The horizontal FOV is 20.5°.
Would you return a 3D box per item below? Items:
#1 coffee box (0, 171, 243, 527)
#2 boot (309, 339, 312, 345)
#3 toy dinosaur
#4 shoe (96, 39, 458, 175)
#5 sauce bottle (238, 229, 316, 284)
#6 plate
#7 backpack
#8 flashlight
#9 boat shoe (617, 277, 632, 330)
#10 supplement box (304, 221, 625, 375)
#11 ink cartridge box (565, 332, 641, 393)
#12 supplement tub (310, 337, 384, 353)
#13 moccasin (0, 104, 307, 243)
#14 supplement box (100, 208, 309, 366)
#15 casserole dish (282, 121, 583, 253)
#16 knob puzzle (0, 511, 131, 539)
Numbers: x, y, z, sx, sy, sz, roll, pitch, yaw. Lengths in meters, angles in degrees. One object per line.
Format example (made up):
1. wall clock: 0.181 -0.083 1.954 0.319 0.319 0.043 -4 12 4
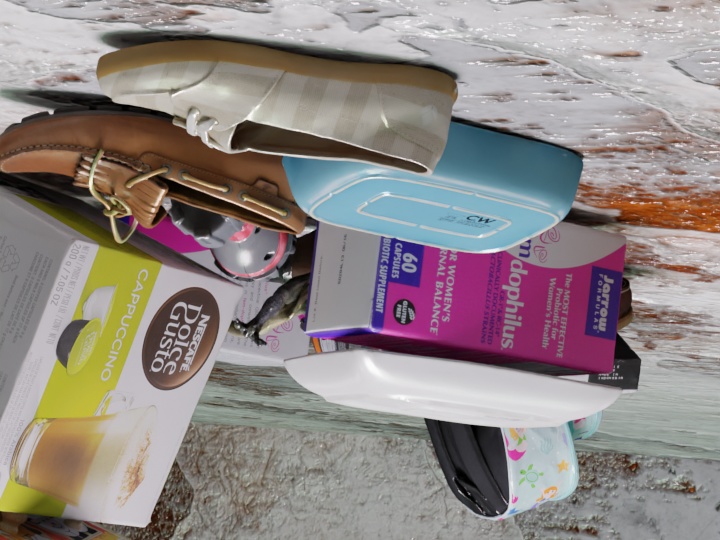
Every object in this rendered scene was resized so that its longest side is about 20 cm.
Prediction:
1. coffee box: -0.243 0.051 1.466 0.199 0.201 0.197 26 -176 36
2. boot: -0.082 0.032 1.892 0.199 0.068 0.130 10 179 34
3. toy dinosaur: -0.046 0.025 1.502 0.199 0.048 0.088 -28 -165 29
4. shoe: -0.048 -0.087 1.073 0.198 0.054 0.070 6 171 7
5. sauce bottle: 0.000 0.000 1.568 0.198 0.065 0.065 5 171 3
6. plate: 0.060 0.088 1.427 0.198 0.033 0.199 9 172 -16
7. backpack: 0.131 0.121 1.816 0.149 0.202 0.177 -11 177 -20
8. flashlight: -0.092 -0.033 1.399 0.068 0.068 0.200 40 -179 8
9. boat shoe: 0.150 0.021 1.555 0.070 0.071 0.199 9 -165 37
10. supplement box: 0.075 0.010 1.398 0.198 0.102 0.103 11 171 -28
11. ink cartridge box: 0.151 0.047 1.639 0.094 0.037 0.200 -1 -160 -15
12. supplement tub: 0.023 0.052 1.693 0.106 0.108 0.200 11 -175 -24
13. moccasin: -0.130 -0.057 1.254 0.199 0.079 0.074 9 171 -10
14. supplement box: -0.145 0.017 1.677 0.199 0.102 0.103 13 170 -32
15. casserole dish: 0.045 -0.050 1.218 0.199 0.039 0.121 10 159 -30
16. knob puzzle: -0.274 0.165 1.458 0.218 0.031 0.220 23 -175 -2
